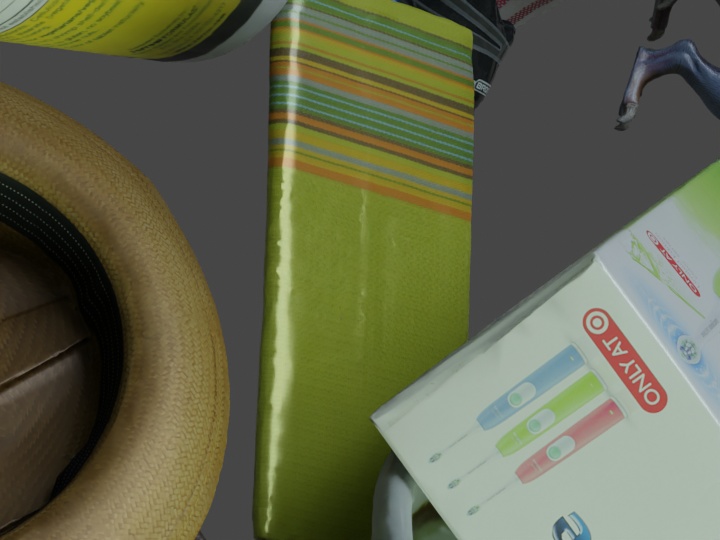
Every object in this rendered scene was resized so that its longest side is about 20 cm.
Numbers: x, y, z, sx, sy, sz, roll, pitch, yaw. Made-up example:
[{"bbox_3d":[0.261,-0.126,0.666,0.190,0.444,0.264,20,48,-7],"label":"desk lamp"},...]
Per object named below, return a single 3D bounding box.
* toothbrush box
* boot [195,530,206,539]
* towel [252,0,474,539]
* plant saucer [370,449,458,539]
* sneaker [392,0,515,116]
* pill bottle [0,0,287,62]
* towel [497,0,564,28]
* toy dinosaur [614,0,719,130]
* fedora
[{"bbox_3d":[0.103,0.058,0.787,0.146,0.086,0.200,54,22,3],"label":"toothbrush box"},{"bbox_3d":[-0.030,0.098,0.773,0.200,0.064,0.187,26,41,-38],"label":"boot"},{"bbox_3d":[0.000,0.000,0.881,0.086,0.018,0.201,15,67,-35],"label":"towel"},{"bbox_3d":[0.057,0.139,0.749,0.200,0.050,0.200,44,22,-23],"label":"plant saucer"},{"bbox_3d":[0.004,-0.137,0.950,0.083,0.071,0.200,-51,135,-28],"label":"sneaker"},{"bbox_3d":[-0.116,-0.129,0.826,0.200,0.112,0.113,4,57,-48],"label":"pill bottle"},{"bbox_3d":[0.032,-0.171,1.013,0.200,0.146,0.030,35,53,-24],"label":"towel"},{"bbox_3d":[0.204,-0.065,1.121,0.181,0.200,0.105,18,55,5],"label":"toy dinosaur"},{"bbox_3d":[-0.133,0.038,0.657,0.200,0.082,0.201,8,59,-13],"label":"fedora"}]
